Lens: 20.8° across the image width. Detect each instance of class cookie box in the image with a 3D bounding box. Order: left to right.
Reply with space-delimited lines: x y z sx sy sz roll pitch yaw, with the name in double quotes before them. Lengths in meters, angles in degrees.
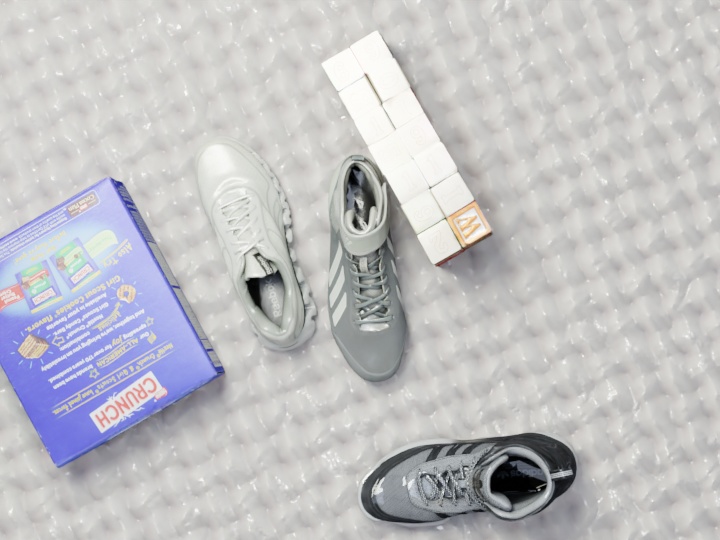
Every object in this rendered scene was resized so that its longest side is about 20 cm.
"cookie box" -0.241 0.046 1.741 0.170 0.075 0.201 -29 87 4

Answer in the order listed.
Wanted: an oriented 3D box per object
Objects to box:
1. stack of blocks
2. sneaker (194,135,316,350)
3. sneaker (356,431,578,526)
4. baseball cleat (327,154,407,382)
"stack of blocks" 0.042 -0.105 1.698 0.058 0.115 0.201 -29 87 4
"sneaker" -0.094 -0.027 1.728 0.075 0.081 0.201 -23 87 6
"sneaker" 0.091 0.182 1.693 0.198 0.114 0.076 -10 89 5
"baseball cleat" 0.000 0.000 1.705 0.069 0.106 0.202 -10 91 0
